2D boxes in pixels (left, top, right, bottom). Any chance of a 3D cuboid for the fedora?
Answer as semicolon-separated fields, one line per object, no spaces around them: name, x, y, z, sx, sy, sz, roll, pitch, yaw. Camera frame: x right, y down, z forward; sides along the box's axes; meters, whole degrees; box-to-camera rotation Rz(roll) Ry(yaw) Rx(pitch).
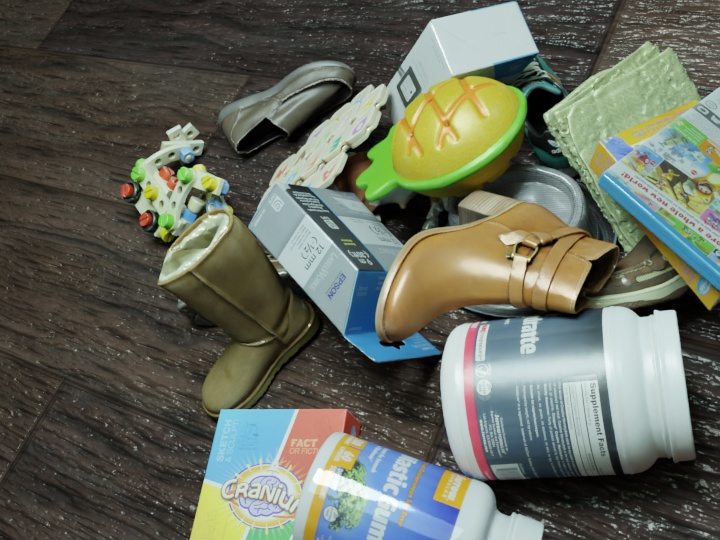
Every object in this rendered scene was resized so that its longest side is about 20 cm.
fedora;0.160;-0.046;0.894;0.198;0.091;0.179;10;63;30

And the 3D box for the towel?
towel;0.288;-0.111;0.855;0.147;0.036;0.202;-32;87;0

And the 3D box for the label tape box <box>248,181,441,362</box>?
label tape box;0.000;0.000;0.875;0.200;0.143;0.066;45;112;26

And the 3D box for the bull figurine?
bull figurine;0.026;-0.094;0.990;0.198;0.065;0.123;-17;69;36

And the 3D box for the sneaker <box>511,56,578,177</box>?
sneaker;0.202;-0.199;0.982;0.071;0.080;0.202;-24;52;8

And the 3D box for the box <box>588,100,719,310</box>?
box;0.309;-0.055;0.761;0.118;0.042;0.201;-23;59;-17

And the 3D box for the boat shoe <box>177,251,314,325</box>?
boat shoe;-0.123;0.007;1.003;0.197;0.076;0.073;-10;53;17

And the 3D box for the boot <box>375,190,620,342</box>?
boot;0.119;0.010;0.756;0.154;0.074;0.200;26;60;34

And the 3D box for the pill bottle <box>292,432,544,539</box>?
pill bottle;0.051;0.222;0.739;0.197;0.112;0.113;16;65;14

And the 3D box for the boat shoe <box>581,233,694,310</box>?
boat shoe;0.279;-0.013;0.801;0.199;0.075;0.076;-12;93;-6

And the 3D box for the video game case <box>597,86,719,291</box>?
video game case;0.323;-0.082;0.747;0.199;0.018;0.143;-34;66;-22

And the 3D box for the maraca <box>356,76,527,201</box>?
maraca;0.079;-0.129;0.874;0.198;0.107;0.138;-14;38;37

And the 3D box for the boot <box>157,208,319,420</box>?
boot;-0.148;0.051;0.899;0.176;0.200;0.066;-48;51;-6

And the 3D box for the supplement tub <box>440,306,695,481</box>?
supplement tub;0.179;0.107;0.752;0.197;0.141;0.142;-8;55;20

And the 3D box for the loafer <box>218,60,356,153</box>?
loafer;-0.091;-0.206;1.139;0.198;0.073;0.072;-23;62;15

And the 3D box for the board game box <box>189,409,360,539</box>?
board game box;-0.089;0.238;0.853;0.151;0.040;0.202;-5;57;22

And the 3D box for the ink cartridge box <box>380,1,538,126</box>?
ink cartridge box;0.102;-0.212;0.983;0.115;0.200;0.067;-20;79;-22

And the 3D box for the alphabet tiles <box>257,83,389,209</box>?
alphabet tiles;-0.046;-0.140;1.010;0.199;0.015;0.197;-32;27;37

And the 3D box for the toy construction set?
toy construction set;-0.240;-0.115;1.124;0.132;0.091;0.201;-52;40;17
